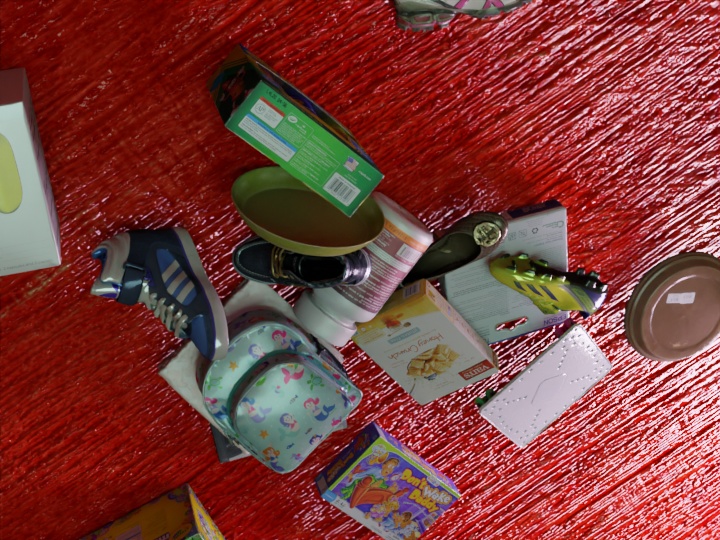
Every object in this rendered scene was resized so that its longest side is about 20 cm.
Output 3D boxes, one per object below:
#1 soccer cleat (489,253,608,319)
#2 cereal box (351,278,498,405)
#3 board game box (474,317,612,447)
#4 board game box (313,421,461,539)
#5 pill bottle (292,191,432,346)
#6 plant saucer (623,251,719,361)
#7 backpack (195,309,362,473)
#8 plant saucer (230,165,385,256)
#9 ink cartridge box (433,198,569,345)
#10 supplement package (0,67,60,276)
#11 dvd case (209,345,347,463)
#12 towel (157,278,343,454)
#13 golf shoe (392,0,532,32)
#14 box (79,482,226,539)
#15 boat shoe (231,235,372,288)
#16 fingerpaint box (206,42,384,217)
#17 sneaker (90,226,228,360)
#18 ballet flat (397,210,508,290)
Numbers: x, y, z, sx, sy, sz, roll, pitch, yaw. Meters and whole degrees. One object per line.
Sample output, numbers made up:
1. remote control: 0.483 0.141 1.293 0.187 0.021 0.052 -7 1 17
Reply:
1. soccer cleat: 0.270 0.030 1.516 0.200 0.065 0.084 12 119 -24
2. cereal box: 0.091 0.108 1.519 0.144 0.040 0.200 -27 126 26
3. board game box: 0.287 0.177 1.618 0.200 0.026 0.200 -42 143 5
4. board game box: 0.044 0.345 1.651 0.134 0.045 0.200 -46 119 7
5. pill bottle: 0.000 0.000 1.431 0.109 0.110 0.200 32 102 -28
6. plant saucer: 0.521 0.065 1.681 0.200 0.029 0.201 -7 117 -14
7. backpack: -0.118 0.159 1.396 0.178 0.151 0.200 -44 106 0
8. plant saucer: -0.068 -0.072 1.325 0.200 0.200 0.031 3 124 -19
9. ink cartridge box: 0.213 0.010 1.545 0.196 0.043 0.200 -15 122 -12
10. supplement package: -0.445 -0.111 1.207 0.151 0.151 0.200 -11 118 -12
11. dvd case: -0.126 0.195 1.534 0.200 0.025 0.151 -14 118 -11
12. towel: -0.154 0.133 1.467 0.200 0.032 0.191 -44 110 -1
13. golf shoe: 0.138 -0.365 1.320 0.200 0.073 0.092 -14 117 -11
14. box: -0.296 0.461 1.553 0.200 0.122 0.193 -28 121 -3
15. boat shoe: -0.091 -0.014 1.356 0.200 0.091 0.071 3 92 21
16. fingerpaint box: -0.082 -0.176 1.285 0.200 0.167 0.073 35 102 -28
17. sneaker: -0.265 0.038 1.318 0.146 0.200 0.081 -13 157 -29
18. ballet flat: 0.117 -0.021 1.446 0.200 0.046 0.067 -26 110 30
